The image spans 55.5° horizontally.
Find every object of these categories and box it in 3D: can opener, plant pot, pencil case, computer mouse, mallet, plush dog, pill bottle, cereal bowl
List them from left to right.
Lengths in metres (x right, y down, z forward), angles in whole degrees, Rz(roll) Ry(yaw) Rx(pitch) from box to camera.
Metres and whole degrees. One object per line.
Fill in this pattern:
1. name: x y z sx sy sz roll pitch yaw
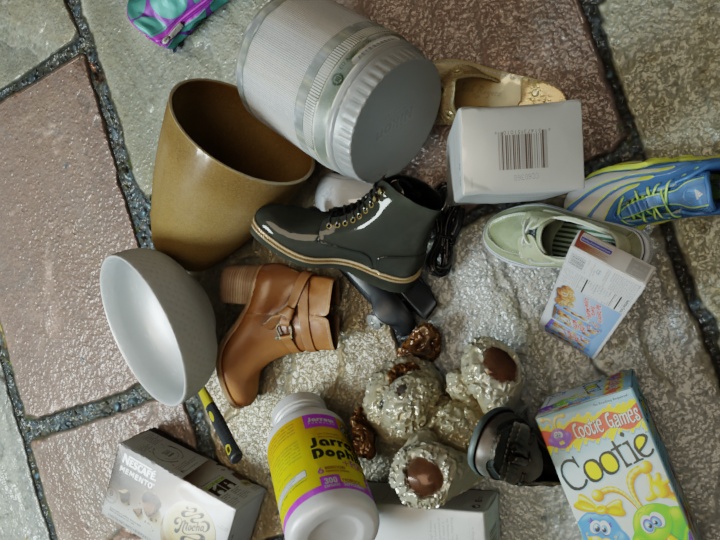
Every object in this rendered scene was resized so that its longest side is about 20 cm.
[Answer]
1. cereal bowl: -0.242 0.063 0.860 0.199 0.083 0.202 25 127 39
2. pencil case: -0.204 -0.369 0.885 0.199 0.085 0.093 -29 66 21
3. mallet: -0.194 0.164 0.892 0.200 0.041 0.066 38 105 45
4. plant pot: -0.185 -0.100 0.854 0.187 0.186 0.200 47 124 13
5. pill bottle: -0.052 0.231 0.796 0.105 0.104 0.200 -55 30 15
6. can opener: 0.000 0.000 0.835 0.200 0.063 0.079 43 71 10
7. computer mouse: 0.025 -0.070 0.829 0.198 0.044 0.111 17 100 20
8. plush dog: 0.081 0.163 0.787 0.171 0.161 0.201 28 75 32

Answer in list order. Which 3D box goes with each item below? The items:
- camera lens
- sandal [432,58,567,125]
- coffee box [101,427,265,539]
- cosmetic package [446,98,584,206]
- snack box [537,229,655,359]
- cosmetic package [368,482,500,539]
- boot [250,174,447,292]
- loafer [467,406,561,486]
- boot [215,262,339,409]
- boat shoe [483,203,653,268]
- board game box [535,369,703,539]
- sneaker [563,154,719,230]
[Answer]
1. camera lens: -0.030 -0.208 0.767 0.200 0.159 0.161 37 105 29
2. sandal: 0.124 -0.201 0.768 0.210 0.070 0.078 13 97 21
3. coffee box: -0.243 0.315 0.937 0.199 0.080 0.114 22 102 19
4. cosmetic package: 0.145 -0.110 0.685 0.112 0.200 0.082 -3 94 2
5. snack box: 0.226 0.031 0.679 0.072 0.200 0.024 30 71 18
6. cosmetic package: 0.063 0.316 0.818 0.198 0.074 0.103 -2 92 24
7. boot: -0.013 -0.065 0.742 0.198 0.078 0.139 15 138 -6
8. loafer: 0.169 0.188 0.701 0.062 0.200 0.072 17 80 31
9. boot: -0.102 0.092 0.871 0.153 0.074 0.202 5 107 14
10. boat shoe: 0.200 -0.037 0.710 0.199 0.062 0.073 10 87 50
11. board game box: 0.272 0.222 0.711 0.102 0.105 0.202 -23 83 22
12. sneaker: 0.302 -0.082 0.683 0.198 0.105 0.077 -11 89 22
